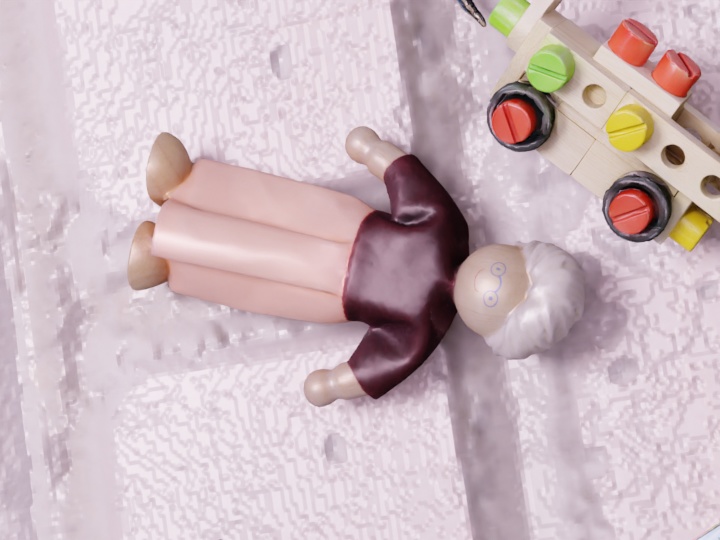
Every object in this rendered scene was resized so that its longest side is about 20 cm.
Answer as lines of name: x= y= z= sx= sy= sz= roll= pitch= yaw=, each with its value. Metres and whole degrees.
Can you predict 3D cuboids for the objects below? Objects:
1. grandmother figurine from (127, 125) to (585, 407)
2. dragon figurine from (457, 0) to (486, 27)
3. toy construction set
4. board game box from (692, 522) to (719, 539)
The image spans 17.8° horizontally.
grandmother figurine: x=0.000 y=0.000 z=0.995 sx=0.199 sy=0.061 sz=0.122 roll=10 pitch=96 yaw=17
dragon figurine: x=0.049 y=-0.213 z=0.978 sx=0.059 sy=0.099 sz=0.201 roll=17 pitch=89 yaw=15
toy construction set: x=0.129 y=-0.086 z=0.952 sx=0.200 sy=0.092 sz=0.131 roll=46 pitch=121 yaw=20
board game box: x=0.167 y=0.206 z=0.913 sx=0.103 sy=0.105 sz=0.201 roll=-34 pitch=78 yaw=9
